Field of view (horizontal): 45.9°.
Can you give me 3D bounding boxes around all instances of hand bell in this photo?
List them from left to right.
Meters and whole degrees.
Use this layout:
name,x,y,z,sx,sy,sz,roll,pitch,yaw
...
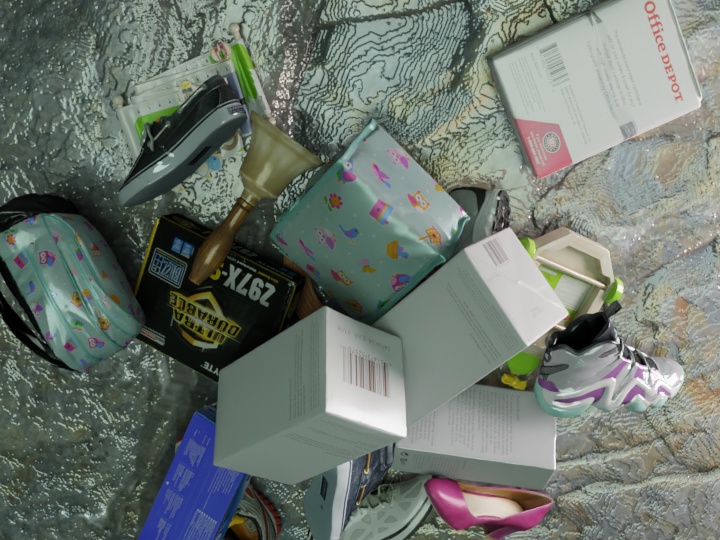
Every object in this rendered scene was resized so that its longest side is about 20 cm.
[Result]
name,x,y,z,sx,sy,sz,roll,pitch,yaw
hand bell,-0.136,-0.070,0.981,0.103,0.104,0.202,33,93,-6

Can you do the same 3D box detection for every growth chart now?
name,x,y,z,sx,sy,sz,roll,pitch,yaw
growth chart,-0.201,-0.186,1.027,0.197,0.018,0.147,-25,103,10

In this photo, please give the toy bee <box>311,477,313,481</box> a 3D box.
name,x,y,z,sx,sy,sz,roll,pitch,yaw
toy bee,-0.073,0.195,1.075,0.131,0.109,0.200,44,103,-6

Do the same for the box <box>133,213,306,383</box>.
name,x,y,z,sx,sy,sz,roll,pitch,yaw
box,-0.181,0.043,1.046,0.197,0.049,0.163,26,103,12

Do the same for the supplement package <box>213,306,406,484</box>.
name,x,y,z,sx,sy,sz,roll,pitch,yaw
supplement package,-0.058,0.143,0.924,0.116,0.120,0.198,23,140,-36

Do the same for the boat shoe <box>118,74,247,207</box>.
name,x,y,z,sx,sy,sz,roll,pitch,yaw
boat shoe,-0.220,-0.150,0.989,0.198,0.073,0.069,-36,84,29

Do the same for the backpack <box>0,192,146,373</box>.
name,x,y,z,sx,sy,sz,roll,pitch,yaw
backpack,-0.345,0.015,0.997,0.125,0.167,0.203,-31,86,6

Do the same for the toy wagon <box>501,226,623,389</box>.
name,x,y,z,sx,sy,sz,roll,pitch,yaw
toy wagon,0.224,0.050,1.037,0.153,0.040,0.203,20,107,-24

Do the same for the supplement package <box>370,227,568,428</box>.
name,x,y,z,sx,sy,sz,roll,pitch,yaw
supplement package,0.107,0.066,0.953,0.200,0.120,0.121,-42,78,35

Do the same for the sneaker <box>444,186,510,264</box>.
name,x,y,z,sx,sy,sz,roll,pitch,yaw
sneaker,0.129,-0.006,1.038,0.078,0.074,0.205,16,110,24

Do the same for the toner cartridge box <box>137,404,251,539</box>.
name,x,y,z,sx,sy,sz,roll,pitch,yaw
toner cartridge box,-0.201,0.283,1.068,0.094,0.043,0.203,28,100,13

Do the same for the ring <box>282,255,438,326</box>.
name,x,y,z,sx,sy,sz,roll,pitch,yaw
ring,0.000,0.000,1.065,0.195,0.019,0.206,0,104,2

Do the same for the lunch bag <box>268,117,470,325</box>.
name,x,y,z,sx,sy,sz,roll,pitch,yaw
lunch bag,0.000,-0.042,0.981,0.170,0.123,0.200,42,134,-7

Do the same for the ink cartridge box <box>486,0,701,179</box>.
name,x,y,z,sx,sy,sz,roll,pitch,yaw
ink cartridge box,0.260,-0.214,0.961,0.196,0.083,0.149,-23,102,9

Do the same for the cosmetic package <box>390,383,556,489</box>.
name,x,y,z,sx,sy,sz,roll,pitch,yaw
cosmetic package,0.140,0.201,1.060,0.195,0.103,0.072,8,145,1

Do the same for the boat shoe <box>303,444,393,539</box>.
name,x,y,z,sx,sy,sz,roll,pitch,yaw
boat shoe,-0.012,0.265,1.049,0.089,0.071,0.203,-17,139,-29

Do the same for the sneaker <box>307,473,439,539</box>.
name,x,y,z,sx,sy,sz,roll,pitch,yaw
sneaker,0.006,0.311,1.118,0.115,0.076,0.200,43,105,-10

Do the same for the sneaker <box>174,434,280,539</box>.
name,x,y,z,sx,sy,sz,roll,pitch,yaw
sneaker,-0.175,0.297,1.120,0.077,0.082,0.202,-34,99,13

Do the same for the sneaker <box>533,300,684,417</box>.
name,x,y,z,sx,sy,sz,roll,pitch,yaw
sneaker,0.308,0.096,1.016,0.195,0.078,0.143,-8,120,-15

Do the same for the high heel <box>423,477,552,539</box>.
name,x,y,z,sx,sy,sz,roll,pitch,yaw
high heel,0.163,0.289,1.076,0.095,0.068,0.199,-37,128,18
